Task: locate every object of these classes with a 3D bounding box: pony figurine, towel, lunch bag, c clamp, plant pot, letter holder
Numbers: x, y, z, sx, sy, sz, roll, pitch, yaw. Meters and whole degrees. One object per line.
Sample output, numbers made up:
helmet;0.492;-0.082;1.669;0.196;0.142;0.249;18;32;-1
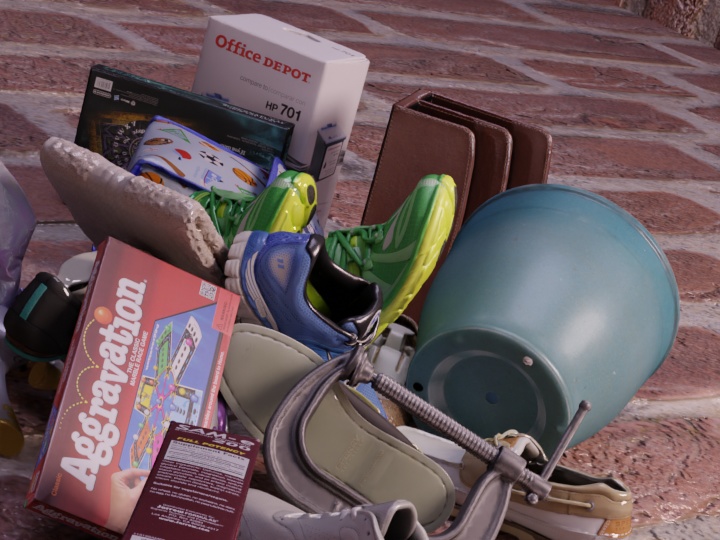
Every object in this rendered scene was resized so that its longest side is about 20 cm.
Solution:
pony figurine;-0.282;0.026;1.365;0.193;0.167;0.200;45;9;-13
towel;-0.146;-0.021;1.385;0.132;0.034;0.200;24;-20;21
lunch bag;-0.121;-0.041;1.702;0.200;0.124;0.170;27;17;-8
c clamp;0.039;0.120;1.296;0.200;0.171;0.027;29;-21;-8
plant pot;0.129;0.061;1.503;0.200;0.200;0.188;20;34;16
letter holder;0.081;-0.044;1.731;0.142;0.200;0.101;19;18;12

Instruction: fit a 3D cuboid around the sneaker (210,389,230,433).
sneaker;-0.146;0.103;1.352;0.100;0.075;0.200;-5;19;-12

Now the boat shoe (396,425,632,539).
boat shoe;0.107;0.150;1.387;0.200;0.068;0.075;22;19;22

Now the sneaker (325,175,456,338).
sneaker;0.000;0.000;1.429;0.084;0.200;0.074;37;32;-4

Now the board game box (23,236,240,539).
board game box;-0.144;0.081;1.238;0.103;0.019;0.200;25;54;-20

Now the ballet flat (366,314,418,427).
ballet flat;0.015;0.082;1.522;0.070;0.065;0.200;17;18;-1

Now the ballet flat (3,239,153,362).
ballet flat;-0.173;0.019;1.332;0.068;0.068;0.200;28;15;15

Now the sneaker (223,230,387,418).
sneaker;-0.021;0.054;1.370;0.089;0.200;0.079;-8;38;26

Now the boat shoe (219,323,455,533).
boat shoe;-0.024;0.112;1.331;0.201;0.072;0.061;40;-5;-2

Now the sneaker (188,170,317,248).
sneaker;-0.101;-0.027;1.458;0.084;0.200;0.074;43;54;-7

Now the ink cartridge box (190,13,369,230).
ink cartridge box;-0.093;-0.133;1.859;0.146;0.200;0.086;24;20;26

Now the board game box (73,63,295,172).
board game box;-0.174;-0.102;1.808;0.200;0.135;0.028;18;16;7

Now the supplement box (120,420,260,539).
supplement box;-0.106;0.174;1.081;0.061;0.109;0.200;14;17;-1

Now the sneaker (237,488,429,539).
sneaker;-0.004;0.172;1.195;0.200;0.092;0.076;27;21;33
